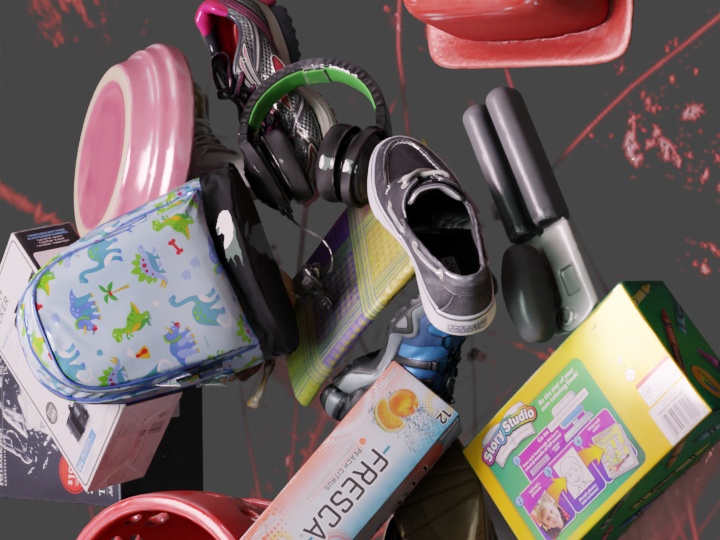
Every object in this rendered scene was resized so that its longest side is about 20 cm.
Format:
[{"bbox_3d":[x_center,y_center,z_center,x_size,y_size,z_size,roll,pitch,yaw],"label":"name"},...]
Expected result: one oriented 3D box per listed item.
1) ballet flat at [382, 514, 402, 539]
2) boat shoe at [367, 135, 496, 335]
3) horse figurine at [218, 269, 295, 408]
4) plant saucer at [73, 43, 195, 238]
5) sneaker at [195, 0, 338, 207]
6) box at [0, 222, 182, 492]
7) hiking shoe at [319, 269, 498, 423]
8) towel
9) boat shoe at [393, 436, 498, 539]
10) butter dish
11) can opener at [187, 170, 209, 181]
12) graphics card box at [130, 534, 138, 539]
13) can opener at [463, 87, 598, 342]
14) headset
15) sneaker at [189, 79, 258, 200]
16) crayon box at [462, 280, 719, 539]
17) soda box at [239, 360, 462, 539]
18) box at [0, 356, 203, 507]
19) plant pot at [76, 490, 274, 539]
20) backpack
[{"bbox_3d":[0.033,0.248,1.595,0.067,0.046,0.201,17,101,41],"label":"ballet flat"},{"bbox_3d":[0.052,-0.044,1.477,0.068,0.071,0.201,87,170,-45],"label":"boat shoe"},{"bbox_3d":[-0.095,0.031,1.681,0.200,0.050,0.133,-128,57,-66],"label":"horse figurine"},{"bbox_3d":[-0.195,-0.093,1.675,0.200,0.051,0.202,-172,90,-66],"label":"plant saucer"},{"bbox_3d":[-0.083,-0.142,1.682,0.081,0.074,0.201,-40,65,35],"label":"sneaker"},{"bbox_3d":[-0.238,0.071,1.677,0.200,0.060,0.117,54,136,27],"label":"box"},{"bbox_3d":[0.055,0.075,1.571,0.087,0.074,0.200,51,128,12],"label":"hiking shoe"},{"bbox_3d":[0.000,0.000,1.604,0.200,0.023,0.144,-51,30,28],"label":"towel"},{"bbox_3d":[0.072,0.214,1.540,0.071,0.065,0.201,-17,78,3],"label":"boat shoe"},{"bbox_3d":[0.093,-0.255,1.475,0.199,0.147,0.201,3,92,41],"label":"butter dish"},{"bbox_3d":[-0.144,0.014,1.657,0.052,0.066,0.201,28,121,19],"label":"can opener"},{"bbox_3d":[-0.223,0.304,1.724,0.051,0.200,0.126,17,101,27],"label":"graphics card box"},{"bbox_3d":[0.124,-0.044,1.495,0.053,0.066,0.201,-33,63,35],"label":"can opener"},{"bbox_3d":[-0.034,-0.073,1.601,0.123,0.094,0.201,-6,60,13],"label":"headset"},{"bbox_3d":[-0.146,-0.111,1.722,0.199,0.073,0.116,-4,81,52],"label":"sneaker"},{"bbox_3d":[0.176,0.116,1.459,0.200,0.058,0.119,-50,59,30],"label":"crayon box"},{"bbox_3d":[-0.011,0.167,1.493,0.068,0.064,0.200,39,81,14],"label":"soda box"},{"bbox_3d":[-0.240,0.108,1.803,0.181,0.104,0.201,-2,88,43],"label":"box"},{"bbox_3d":[-0.118,0.277,1.627,0.199,0.182,0.202,-2,87,31],"label":"plant pot"},{"bbox_3d":[-0.168,0.026,1.548,0.199,0.154,0.164,-18,95,10],"label":"backpack"}]
